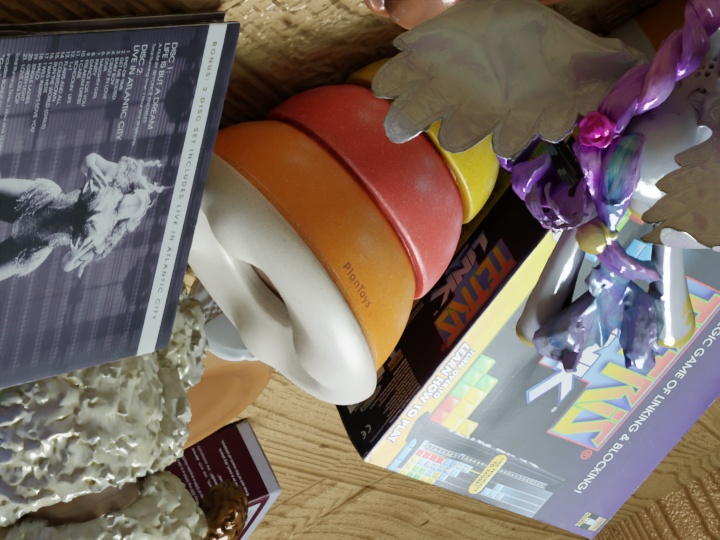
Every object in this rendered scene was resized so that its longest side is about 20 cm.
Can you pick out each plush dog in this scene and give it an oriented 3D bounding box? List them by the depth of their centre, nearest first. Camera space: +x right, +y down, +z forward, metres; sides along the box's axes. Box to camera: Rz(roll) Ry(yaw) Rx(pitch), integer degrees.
[{"bbox_3d":[-0.132,0.098,0.951,0.199,0.173,0.160,-21,-174,-23],"label":"plush dog"}]

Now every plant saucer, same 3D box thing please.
[{"bbox_3d":[-0.131,0.079,1.199,0.199,0.038,0.200,-24,164,-8],"label":"plant saucer"}]

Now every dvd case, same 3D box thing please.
[{"bbox_3d":[-0.130,-0.023,0.769,0.199,0.016,0.150,-13,123,-51],"label":"dvd case"}]

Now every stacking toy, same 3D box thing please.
[{"bbox_3d":[0.017,-0.048,0.938,0.200,0.146,0.146,-39,167,-16],"label":"stacking toy"}]

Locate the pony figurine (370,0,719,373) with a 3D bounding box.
[{"bbox_3d":[0.112,-0.051,0.782,0.193,0.166,0.201,-45,154,-37],"label":"pony figurine"}]

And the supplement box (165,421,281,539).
[{"bbox_3d":[-0.165,0.181,1.407,0.199,0.061,0.109,-20,161,-27],"label":"supplement box"}]

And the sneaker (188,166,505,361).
[{"bbox_3d":[0.000,0.000,1.104,0.199,0.077,0.082,-23,169,-10],"label":"sneaker"}]

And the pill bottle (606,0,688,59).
[{"bbox_3d":[0.194,-0.097,1.040,0.199,0.112,0.111,-29,163,6],"label":"pill bottle"}]

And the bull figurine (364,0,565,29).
[{"bbox_3d":[0.094,-0.153,0.808,0.199,0.065,0.122,-25,160,-17],"label":"bull figurine"}]

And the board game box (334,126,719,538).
[{"bbox_3d":[0.109,0.029,0.994,0.165,0.057,0.200,22,116,-34],"label":"board game box"}]
